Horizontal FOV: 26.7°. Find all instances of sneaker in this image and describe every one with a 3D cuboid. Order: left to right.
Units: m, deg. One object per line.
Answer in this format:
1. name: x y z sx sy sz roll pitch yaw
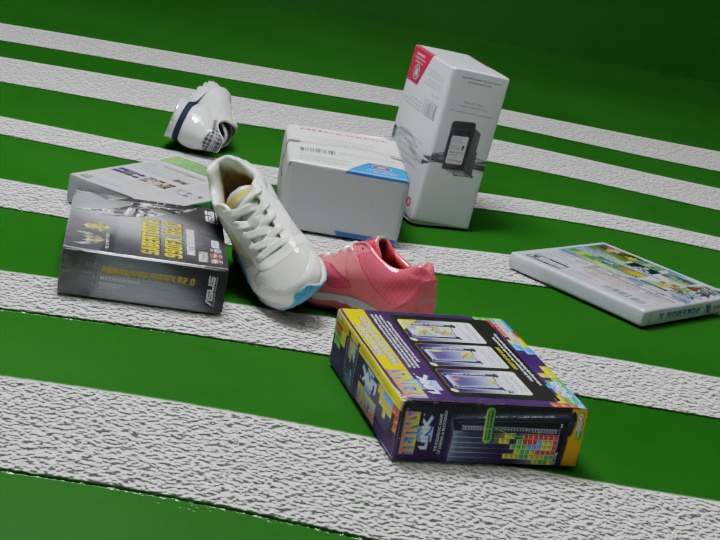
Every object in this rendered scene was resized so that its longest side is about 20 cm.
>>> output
1. sneaker: -0.204 -0.203 2.079 0.080 0.077 0.200 23 22 2
2. sneaker: -0.100 -0.037 1.499 0.076 0.081 0.200 -36 45 -2
3. sneaker: 0.000 0.000 1.506 0.199 0.087 0.074 22 19 33

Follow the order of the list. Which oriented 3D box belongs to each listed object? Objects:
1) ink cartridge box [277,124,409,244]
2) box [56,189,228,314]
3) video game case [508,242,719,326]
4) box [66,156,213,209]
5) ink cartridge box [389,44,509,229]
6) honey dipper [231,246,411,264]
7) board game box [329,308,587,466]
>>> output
1. ink cartridge box: -0.025 -0.108 1.838 0.145 0.085 0.200 9 16 -6
2. box: -0.214 -0.022 1.506 0.157 0.049 0.200 9 17 -10
3. video game case: 0.303 0.013 1.768 0.182 0.022 0.199 -6 23 -44
4. box: -0.216 -0.087 1.739 0.144 0.037 0.200 21 21 28
5. ink cartridge box: 0.102 -0.169 1.922 0.083 0.201 0.145 9 17 -21
6. honey dipper: -0.037 -0.011 1.615 0.199 0.038 0.038 10 16 -19
7. board game box: 0.078 0.098 1.297 0.164 0.057 0.200 3 19 -17
